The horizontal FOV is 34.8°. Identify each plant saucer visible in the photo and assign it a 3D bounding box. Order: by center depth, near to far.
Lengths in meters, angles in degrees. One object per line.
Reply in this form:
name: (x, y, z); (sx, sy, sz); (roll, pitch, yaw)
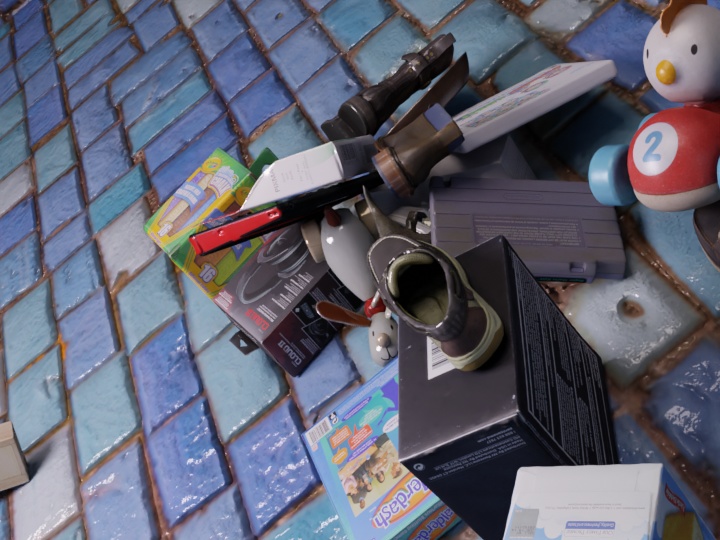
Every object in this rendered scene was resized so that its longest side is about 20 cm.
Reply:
plant saucer: (0.074, -0.197, 1.470); (0.200, 0.032, 0.200); (-46, 3, 3)

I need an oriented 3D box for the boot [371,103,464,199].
boot: (0.070, -0.134, 1.266); (0.096, 0.075, 0.200); (-33, 10, 10)

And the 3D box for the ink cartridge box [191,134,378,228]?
ink cartridge box: (-0.089, -0.108, 1.350); (0.197, 0.051, 0.161); (-14, 6, 18)

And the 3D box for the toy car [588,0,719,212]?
toy car: (0.316, -0.177, 1.108); (0.176, 0.203, 0.183); (-32, 22, -34)

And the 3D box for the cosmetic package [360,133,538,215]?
cosmetic package: (0.104, -0.098, 1.361); (0.198, 0.083, 0.051); (-10, 43, 36)

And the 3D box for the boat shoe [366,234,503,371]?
boat shoe: (0.052, 0.010, 0.970); (0.072, 0.066, 0.201); (-44, 34, 2)

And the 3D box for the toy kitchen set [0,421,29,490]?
toy kitchen set: (-0.563, 0.265, 1.617); (0.178, 0.165, 0.201); (-16, 34, -13)

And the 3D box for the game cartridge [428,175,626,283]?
game cartridge: (0.171, -0.043, 1.199); (0.196, 0.039, 0.131); (3, 49, -1)

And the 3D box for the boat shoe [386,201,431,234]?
boat shoe: (0.112, -0.040, 1.305); (0.200, 0.075, 0.065); (14, 56, 45)

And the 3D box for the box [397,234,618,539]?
box: (0.130, 0.120, 1.010); (0.122, 0.198, 0.202); (-26, 38, 25)

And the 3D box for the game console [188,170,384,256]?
game console: (-0.084, -0.070, 1.318); (0.176, 0.031, 0.199); (-22, 2, 43)

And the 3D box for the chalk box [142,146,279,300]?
chalk box: (-0.173, -0.074, 1.562); (0.200, 0.125, 0.124); (-46, 35, -4)

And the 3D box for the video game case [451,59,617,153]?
video game case: (0.179, -0.193, 1.339); (0.198, 0.024, 0.182); (-27, 12, -5)

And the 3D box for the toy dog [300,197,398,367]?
toy dog: (0.000, 0.000, 1.277); (0.132, 0.096, 0.200); (-44, 68, 0)

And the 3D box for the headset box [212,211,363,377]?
headset box: (-0.080, 0.025, 1.413); (0.200, 0.077, 0.148); (-46, 36, -8)

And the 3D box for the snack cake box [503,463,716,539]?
snack cake box: (0.200, 0.221, 0.838); (0.114, 0.200, 0.068); (-10, 46, 36)

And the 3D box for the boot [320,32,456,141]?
boot: (0.042, -0.224, 1.492); (0.174, 0.070, 0.200); (-40, 3, -17)

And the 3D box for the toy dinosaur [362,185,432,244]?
toy dinosaur: (0.068, -0.008, 1.214); (0.076, 0.201, 0.102); (-23, 16, 41)

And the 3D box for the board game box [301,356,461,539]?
board game box: (0.035, 0.192, 1.158); (0.151, 0.045, 0.201); (-38, 35, 5)

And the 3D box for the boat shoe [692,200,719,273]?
boat shoe: (0.364, -0.020, 1.041); (0.074, 0.073, 0.201); (-38, 36, 4)
